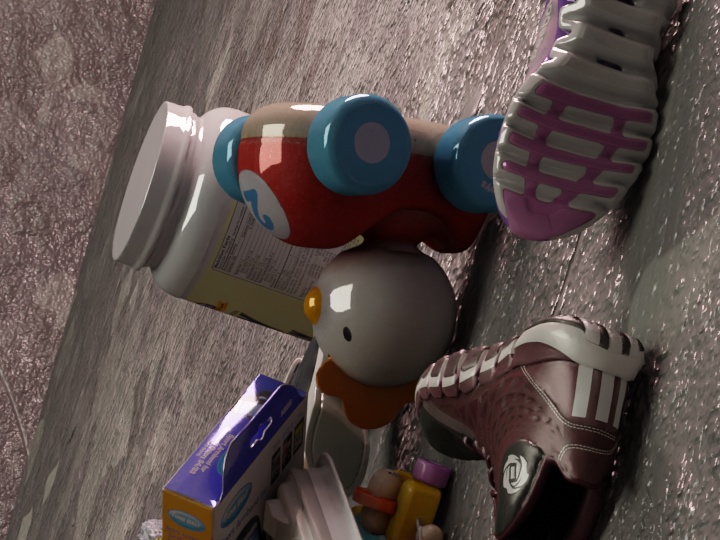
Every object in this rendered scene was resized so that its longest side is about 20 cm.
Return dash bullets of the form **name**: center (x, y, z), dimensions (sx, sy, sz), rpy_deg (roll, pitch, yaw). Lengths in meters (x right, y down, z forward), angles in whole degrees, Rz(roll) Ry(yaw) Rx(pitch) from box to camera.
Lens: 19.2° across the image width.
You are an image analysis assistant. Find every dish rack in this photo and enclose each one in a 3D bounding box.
- **dish rack**: center (-0.033, 0.228, 1.264), dimensions (0.172, 0.043, 0.202), rpy_deg (-113, 27, -56)

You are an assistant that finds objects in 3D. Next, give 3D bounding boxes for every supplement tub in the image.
- **supplement tub**: center (-0.071, -0.034, 1.573), dimensions (0.145, 0.198, 0.146), rpy_deg (-161, 90, -77)

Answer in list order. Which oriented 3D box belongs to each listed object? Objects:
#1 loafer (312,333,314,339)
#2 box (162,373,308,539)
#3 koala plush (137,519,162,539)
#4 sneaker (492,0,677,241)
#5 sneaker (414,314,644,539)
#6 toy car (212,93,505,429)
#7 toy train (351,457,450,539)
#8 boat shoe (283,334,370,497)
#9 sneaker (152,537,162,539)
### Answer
- **loafer**: center (-0.036, 0.117, 1.530), dimensions (0.072, 0.062, 0.202), rpy_deg (-122, 52, -73)
- **box**: center (-0.077, 0.159, 1.295), dimensions (0.119, 0.041, 0.202), rpy_deg (-50, -30, -47)
- **koala plush**: center (-0.233, 0.298, 1.780), dimensions (0.178, 0.198, 0.185), rpy_deg (-114, 44, -70)
- **sneaker**: center (0.124, -0.105, 1.181), dimensions (0.088, 0.080, 0.202), rpy_deg (133, 158, -74)
- **sneaker**: center (0.074, 0.101, 1.101), dimensions (0.200, 0.075, 0.117), rpy_deg (140, 143, -64)
- **toy car**: center (0.000, 0.000, 1.363), dimensions (0.184, 0.175, 0.202), rpy_deg (-3, 82, 63)
- **toy train**: center (0.001, 0.192, 1.303), dimensions (0.200, 0.055, 0.152), rpy_deg (136, 150, -61)
- **boat shoe**: center (-0.022, 0.084, 1.423), dimensions (0.060, 0.076, 0.201), rpy_deg (-31, 20, 35)
- **sneaker**: center (-0.115, 0.296, 1.617), dimensions (0.074, 0.090, 0.202), rpy_deg (2, 95, 40)
